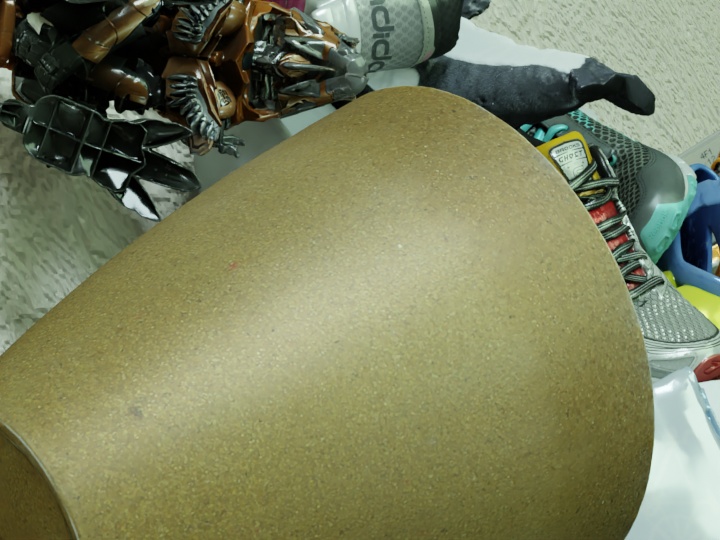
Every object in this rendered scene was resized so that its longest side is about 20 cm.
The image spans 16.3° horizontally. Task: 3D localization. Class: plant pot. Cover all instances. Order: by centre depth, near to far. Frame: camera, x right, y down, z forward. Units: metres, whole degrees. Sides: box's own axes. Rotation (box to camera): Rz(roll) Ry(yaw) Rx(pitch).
[{"bbox_3d":[-0.038,0.055,0.836,0.199,0.186,0.187,-22,80,-36],"label":"plant pot"}]

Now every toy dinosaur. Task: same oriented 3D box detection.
[{"bbox_3d":[-0.095,-0.076,0.915,0.136,0.199,0.103,-142,-142,-75],"label":"toy dinosaur"}]

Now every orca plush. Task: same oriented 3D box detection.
[{"bbox_3d":[0.039,-0.078,1.140,0.105,0.199,0.072,-44,136,-51],"label":"orca plush"}]

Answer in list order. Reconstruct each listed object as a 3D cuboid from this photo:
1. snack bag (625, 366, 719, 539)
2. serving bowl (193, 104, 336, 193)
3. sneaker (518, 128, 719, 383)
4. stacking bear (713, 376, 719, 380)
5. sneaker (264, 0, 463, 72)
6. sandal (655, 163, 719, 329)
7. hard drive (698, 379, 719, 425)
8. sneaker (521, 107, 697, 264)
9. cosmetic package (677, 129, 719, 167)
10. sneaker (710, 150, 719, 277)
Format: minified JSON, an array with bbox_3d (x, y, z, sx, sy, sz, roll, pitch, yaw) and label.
[{"bbox_3d":[0.100,0.155,1.008,0.199,0.021,0.190,-22,78,-24],"label":"snack bag"},{"bbox_3d":[0.000,0.000,1.044,0.200,0.066,0.200,43,9,-8],"label":"serving bowl"},{"bbox_3d":[0.089,-0.014,1.143,0.078,0.083,0.200,-16,46,-44],"label":"sneaker"},{"bbox_3d":[0.221,0.091,1.317,0.199,0.122,0.114,16,30,-53],"label":"stacking bear"},{"bbox_3d":[-0.006,-0.149,1.116,0.087,0.074,0.200,-3,38,-15],"label":"sneaker"},{"bbox_3d":[0.157,-0.015,1.269,0.079,0.087,0.200,28,2,-28],"label":"sandal"},{"bbox_3d":[0.118,0.153,1.052,0.027,0.131,0.201,112,-34,-66],"label":"hard drive"},{"bbox_3d":[0.091,-0.053,1.239,0.091,0.078,0.200,30,3,-27],"label":"sneaker"},{"bbox_3d":[0.268,-0.014,1.533,0.199,0.087,0.104,16,48,-54],"label":"cosmetic package"},{"bbox_3d":[0.215,-0.034,1.393,0.077,0.199,0.078,52,-20,23],"label":"sneaker"}]
